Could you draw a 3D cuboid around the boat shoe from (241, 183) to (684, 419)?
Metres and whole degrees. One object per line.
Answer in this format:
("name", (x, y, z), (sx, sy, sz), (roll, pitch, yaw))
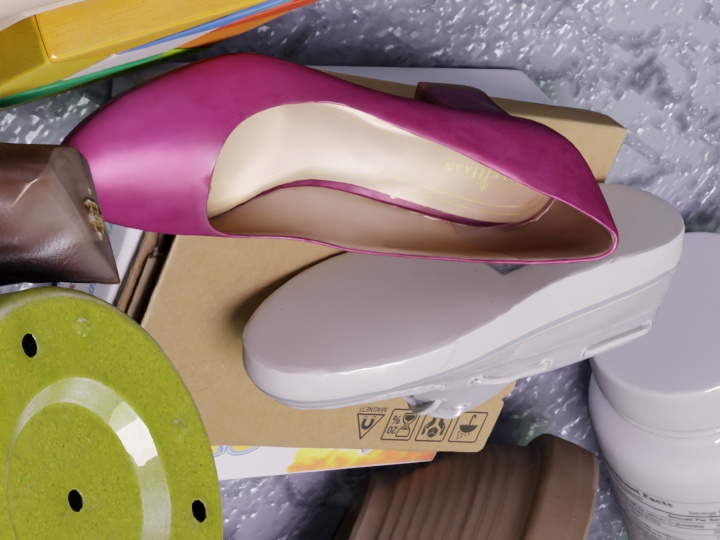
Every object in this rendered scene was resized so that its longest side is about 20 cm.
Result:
("boat shoe", (0.041, 0.023, 0.947), (0.199, 0.072, 0.069), (-23, 132, -33))

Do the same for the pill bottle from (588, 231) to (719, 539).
("pill bottle", (0.172, 0.081, 1.151), (0.113, 0.113, 0.200), (-32, 138, -9))

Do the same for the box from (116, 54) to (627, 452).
("box", (0.000, 0.000, 0.957), (0.199, 0.021, 0.164), (5, 119, -37))

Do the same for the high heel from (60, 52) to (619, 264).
("high heel", (-0.004, -0.030, 0.845), (0.199, 0.096, 0.068), (-10, 126, -31))

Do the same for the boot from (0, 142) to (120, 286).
("boot", (-0.174, -0.030, 0.731), (0.199, 0.065, 0.186), (6, 173, 2))

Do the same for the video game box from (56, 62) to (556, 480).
("video game box", (-0.030, 0.004, 0.990), (0.199, 0.047, 0.183), (-2, 128, -35))

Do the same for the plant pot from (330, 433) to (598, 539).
("plant pot", (0.025, 0.155, 1.090), (0.092, 0.201, 0.202), (26, 113, -3))

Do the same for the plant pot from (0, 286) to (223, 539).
("plant pot", (-0.154, 0.088, 0.765), (0.192, 0.202, 0.200), (-14, 152, 34))

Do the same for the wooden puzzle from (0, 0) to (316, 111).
("wooden puzzle", (-0.077, -0.084, 0.789), (0.184, 0.037, 0.200), (-20, 178, -32))
